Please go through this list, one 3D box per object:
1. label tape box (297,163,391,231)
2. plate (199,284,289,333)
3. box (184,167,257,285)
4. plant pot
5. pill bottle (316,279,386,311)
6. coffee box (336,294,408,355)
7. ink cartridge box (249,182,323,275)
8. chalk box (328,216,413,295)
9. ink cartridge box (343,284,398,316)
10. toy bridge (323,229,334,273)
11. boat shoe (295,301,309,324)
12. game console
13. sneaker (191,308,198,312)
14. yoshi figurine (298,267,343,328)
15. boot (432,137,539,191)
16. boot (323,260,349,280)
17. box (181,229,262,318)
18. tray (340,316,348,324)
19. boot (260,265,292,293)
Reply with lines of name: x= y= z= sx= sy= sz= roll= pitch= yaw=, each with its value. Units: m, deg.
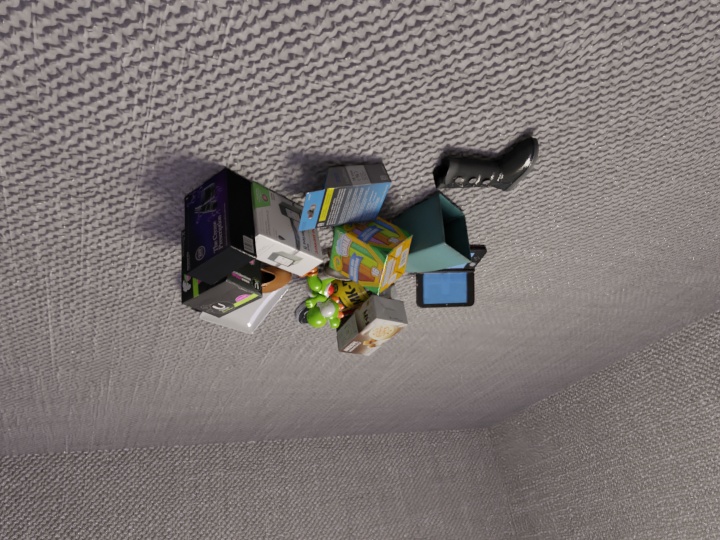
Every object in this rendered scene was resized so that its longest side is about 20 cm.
label tape box: x=-0.046 y=-0.166 z=1.232 sx=0.198 sy=0.064 sz=0.145 roll=-10 pitch=152 yaw=-21
plate: x=-0.333 y=0.081 z=1.567 sx=0.200 sy=0.032 sz=0.199 roll=-50 pitch=138 yaw=12
box: x=-0.301 y=-0.093 z=1.161 sx=0.141 sy=0.202 sz=0.079 roll=-29 pitch=146 yaw=28
plant pot: x=0.160 y=-0.076 z=1.413 sx=0.199 sy=0.143 sz=0.141 roll=-21 pitch=150 yaw=32
pill bottle: x=-0.033 y=0.052 z=1.591 sx=0.199 sy=0.115 sz=0.114 roll=-24 pitch=148 yaw=21
coffee box: x=0.029 y=0.160 z=1.559 sx=0.114 sy=0.080 sz=0.200 roll=14 pitch=139 yaw=-32
ink cartridge box: x=-0.190 y=-0.091 z=1.259 sx=0.084 sy=0.147 sz=0.199 roll=-31 pitch=145 yaw=30
chalk box: x=0.006 y=-0.057 z=1.337 sx=0.124 sy=0.199 sz=0.126 roll=-37 pitch=147 yaw=-45
ink cartridge box: x=0.022 y=0.093 z=1.663 sx=0.159 sy=0.048 sz=0.200 roll=-17 pitch=178 yaw=13
toy bridge: x=-0.057 y=-0.047 z=1.500 sx=0.067 sy=0.027 sz=0.201 roll=-3 pitch=149 yaw=-15
boat shoe: x=-0.149 y=0.136 z=1.746 sx=0.071 sy=0.068 sz=0.200 roll=10 pitch=145 yaw=-31
game console: x=0.273 y=0.020 z=1.633 sx=0.198 sy=0.120 sz=0.173 roll=-1 pitch=150 yaw=-17
sneaker: x=-0.466 y=0.085 z=1.537 sx=0.071 sy=0.083 sz=0.201 roll=-5 pitch=150 yaw=-9
yoshi figurine: x=-0.129 y=0.079 z=1.519 sx=0.111 sy=0.201 sz=0.112 roll=-10 pitch=-160 yaw=46
boot: x=0.282 y=-0.243 z=1.243 sx=0.198 sy=0.066 sz=0.165 roll=3 pitch=146 yaw=-14
boot: x=0.000 y=0.000 z=1.450 sx=0.198 sy=0.076 sz=0.097 roll=0 pitch=-169 yaw=-5
box: x=-0.329 y=-0.016 z=1.287 sx=0.148 sy=0.202 sz=0.124 roll=-25 pitch=148 yaw=24
tray: x=-0.041 y=0.151 z=1.734 sx=0.098 sy=0.037 sz=0.200 roll=0 pitch=-176 yaw=-17
boot: x=-0.248 y=0.020 z=1.432 sx=0.199 sy=0.074 sz=0.154 roll=-13 pitch=178 yaw=-30
